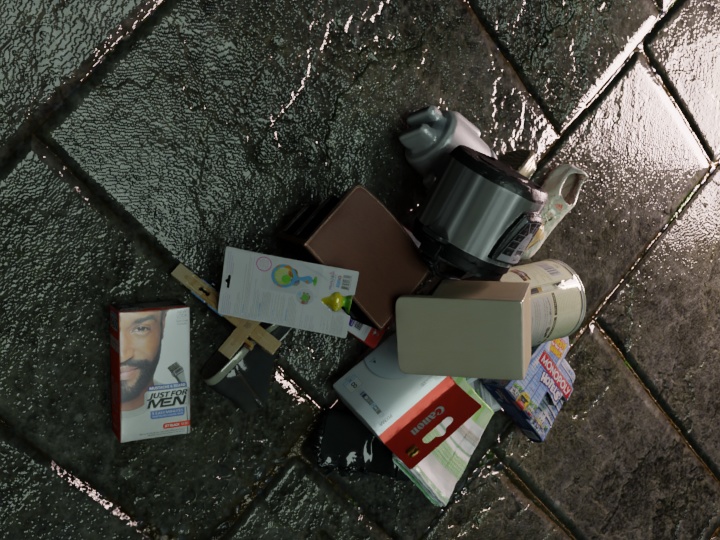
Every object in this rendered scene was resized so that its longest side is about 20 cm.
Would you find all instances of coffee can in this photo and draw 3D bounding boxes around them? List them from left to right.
[{"bbox_3d":[0.274,0.065,1.678,0.199,0.146,0.147,-10,105,-40],"label":"coffee can"}]

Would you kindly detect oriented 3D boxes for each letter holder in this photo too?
[{"bbox_3d":[-0.006,-0.030,1.522,0.142,0.100,0.200,-49,118,-14],"label":"letter holder"}]

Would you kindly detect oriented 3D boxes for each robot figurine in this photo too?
[{"bbox_3d":[0.155,-0.189,1.624,0.200,0.113,0.170,40,61,-28],"label":"robot figurine"}]

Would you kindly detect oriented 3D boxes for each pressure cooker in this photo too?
[{"bbox_3d":[0.179,-0.075,1.522,0.175,0.179,0.201,25,104,-13],"label":"pressure cooker"}]

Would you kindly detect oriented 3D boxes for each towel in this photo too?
[{"bbox_3d":[0.143,0.274,1.618,0.149,0.031,0.200,50,59,-28],"label":"towel"}]

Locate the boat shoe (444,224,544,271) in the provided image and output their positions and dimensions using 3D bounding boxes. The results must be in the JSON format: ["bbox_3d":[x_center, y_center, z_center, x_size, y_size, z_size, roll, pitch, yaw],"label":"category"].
[{"bbox_3d":[0.244,-0.023,1.717,0.199,0.072,0.076,-32,130,3],"label":"boat shoe"}]

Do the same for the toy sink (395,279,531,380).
[{"bbox_3d":[0.166,0.090,1.532,0.199,0.112,0.131,1,106,16],"label":"toy sink"}]

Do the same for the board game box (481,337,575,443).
[{"bbox_3d":[0.340,0.190,1.807,0.200,0.062,0.200,48,64,-34],"label":"board game box"}]

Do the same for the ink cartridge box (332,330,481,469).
[{"bbox_3d":[0.074,0.204,1.577,0.160,0.200,0.047,-39,138,-13],"label":"ink cartridge box"}]

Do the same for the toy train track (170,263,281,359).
[{"bbox_3d":[-0.207,0.062,1.485,0.200,0.033,0.115,38,71,4],"label":"toy train track"}]

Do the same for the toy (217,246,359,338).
[{"bbox_3d":[-0.108,0.026,1.456,0.199,0.047,0.116,12,116,2],"label":"toy"}]

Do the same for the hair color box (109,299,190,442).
[{"bbox_3d":[-0.319,0.151,1.466,0.110,0.064,0.201,-4,101,-27],"label":"hair color box"}]

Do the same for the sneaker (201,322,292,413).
[{"bbox_3d":[-0.151,0.131,1.549,0.200,0.075,0.106,-43,121,1],"label":"sneaker"}]

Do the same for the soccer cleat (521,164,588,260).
[{"bbox_3d":[0.341,-0.107,1.761,0.069,0.077,0.201,35,83,-29],"label":"soccer cleat"}]

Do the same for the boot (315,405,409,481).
[{"bbox_3d":[0.014,0.259,1.635,0.162,0.073,0.199,7,73,9],"label":"boot"}]

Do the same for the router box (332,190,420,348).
[{"bbox_3d":[0.000,0.000,1.615,0.179,0.049,0.201,34,83,-29],"label":"router box"}]

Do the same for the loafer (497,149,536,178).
[{"bbox_3d":[0.246,-0.132,1.710,0.200,0.076,0.068,-50,128,-14],"label":"loafer"}]

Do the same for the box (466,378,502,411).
[{"bbox_3d":[0.163,0.210,1.750,0.199,0.041,0.157,-21,109,-24],"label":"box"}]
